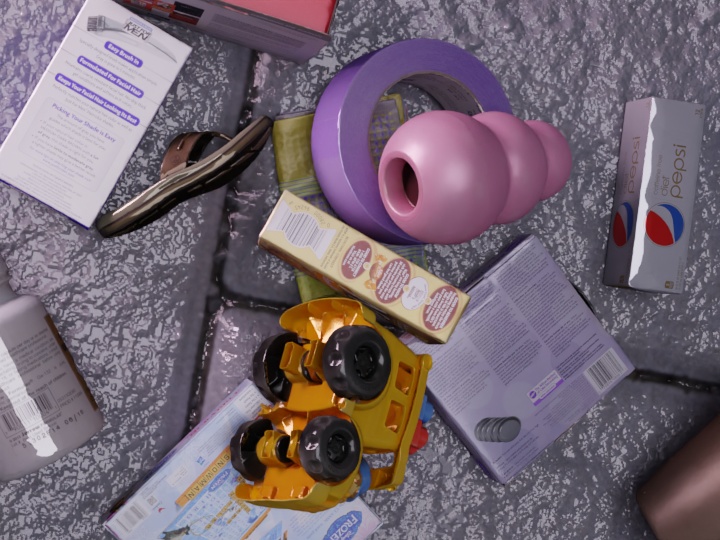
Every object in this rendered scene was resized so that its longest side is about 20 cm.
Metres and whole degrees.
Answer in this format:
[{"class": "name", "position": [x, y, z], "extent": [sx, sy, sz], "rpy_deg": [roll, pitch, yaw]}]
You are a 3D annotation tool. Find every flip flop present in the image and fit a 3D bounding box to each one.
[{"class": "flip flop", "position": [-0.172, -0.099, 1.276], "extent": [0.200, 0.081, 0.058], "rpy_deg": [-31, 83, -5]}]

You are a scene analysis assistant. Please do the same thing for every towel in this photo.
[{"class": "towel", "position": [-0.009, -0.073, 1.334], "extent": [0.144, 0.023, 0.200], "rpy_deg": [-8, 93, -13]}]

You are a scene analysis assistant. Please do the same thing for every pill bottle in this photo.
[{"class": "pill bottle", "position": [-0.331, 0.083, 1.217], "extent": [0.114, 0.114, 0.200], "rpy_deg": [-28, 98, -11]}]

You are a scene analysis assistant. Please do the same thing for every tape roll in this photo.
[{"class": "tape roll", "position": [0.055, -0.125, 1.304], "extent": [0.200, 0.066, 0.200], "rpy_deg": [0, 90, -26]}]

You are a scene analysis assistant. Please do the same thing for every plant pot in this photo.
[{"class": "plant pot", "position": [0.388, 0.240, 1.362], "extent": [0.175, 0.200, 0.200], "rpy_deg": [-32, 98, 7]}]

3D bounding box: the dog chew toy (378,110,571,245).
[{"class": "dog chew toy", "position": [0.116, -0.095, 1.236], "extent": [0.200, 0.125, 0.125], "rpy_deg": [-14, 95, -33]}]

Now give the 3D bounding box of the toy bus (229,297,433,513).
[{"class": "toy bus", "position": [-0.008, 0.152, 1.269], "extent": [0.192, 0.136, 0.200], "rpy_deg": [33, 62, -36]}]

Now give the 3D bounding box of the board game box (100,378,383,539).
[{"class": "board game box", "position": [-0.116, 0.247, 1.307], "extent": [0.200, 0.041, 0.200], "rpy_deg": [-43, 99, -9]}]

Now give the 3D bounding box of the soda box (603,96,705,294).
[{"class": "soda box", "position": [0.307, -0.077, 1.382], "extent": [0.064, 0.068, 0.200], "rpy_deg": [7, 90, -13]}]

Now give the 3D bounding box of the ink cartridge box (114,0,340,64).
[{"class": "ink cartridge box", "position": [-0.122, -0.269, 1.225], "extent": [0.200, 0.176, 0.084], "rpy_deg": [16, 88, -13]}]

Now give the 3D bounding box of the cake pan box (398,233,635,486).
[{"class": "cake pan box", "position": [0.159, 0.088, 1.363], "extent": [0.200, 0.052, 0.184], "rpy_deg": [-41, 101, -9]}]

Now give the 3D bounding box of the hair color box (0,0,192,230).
[{"class": "hair color box", "position": [-0.256, -0.151, 1.255], "extent": [0.109, 0.065, 0.200], "rpy_deg": [30, 86, -11]}]

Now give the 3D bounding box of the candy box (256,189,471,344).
[{"class": "candy box", "position": [0.000, 0.000, 1.257], "extent": [0.200, 0.115, 0.055], "rpy_deg": [31, 85, -3]}]
